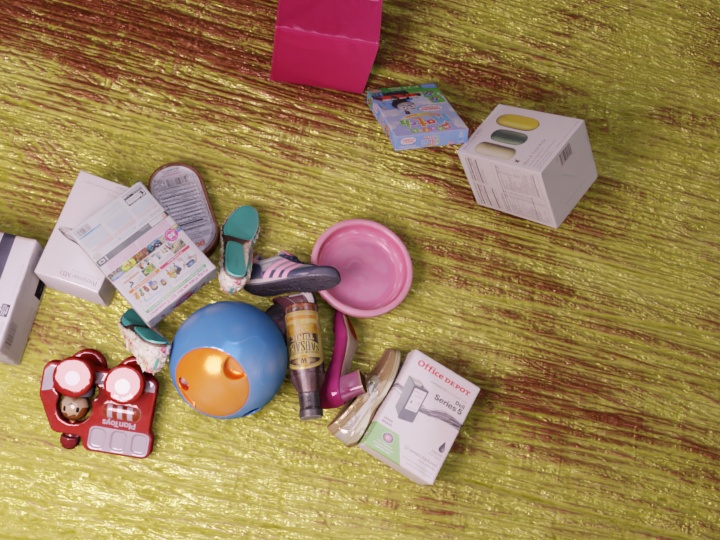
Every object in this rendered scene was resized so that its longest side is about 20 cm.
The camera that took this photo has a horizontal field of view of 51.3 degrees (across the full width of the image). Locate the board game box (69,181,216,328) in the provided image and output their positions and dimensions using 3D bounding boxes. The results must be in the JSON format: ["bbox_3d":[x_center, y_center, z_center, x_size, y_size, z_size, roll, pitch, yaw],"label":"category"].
[{"bbox_3d":[-0.363,-0.027,1.264,0.147,0.064,0.200,-40,85,-18],"label":"board game box"}]

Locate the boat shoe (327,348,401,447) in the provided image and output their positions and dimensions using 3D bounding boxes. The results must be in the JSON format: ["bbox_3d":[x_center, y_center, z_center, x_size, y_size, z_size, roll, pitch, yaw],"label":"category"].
[{"bbox_3d":[0.008,0.223,1.377,0.066,0.074,0.200,32,71,-6],"label":"boat shoe"}]

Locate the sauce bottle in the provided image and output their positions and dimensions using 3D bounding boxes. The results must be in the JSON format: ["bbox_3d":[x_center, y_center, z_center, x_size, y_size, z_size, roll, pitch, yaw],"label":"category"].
[{"bbox_3d":[-0.093,0.157,1.303,0.066,0.066,0.201,-5,69,-12],"label":"sauce bottle"}]

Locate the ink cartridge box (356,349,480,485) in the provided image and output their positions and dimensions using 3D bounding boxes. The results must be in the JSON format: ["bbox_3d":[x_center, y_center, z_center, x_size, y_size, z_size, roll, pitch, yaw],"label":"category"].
[{"bbox_3d":[0.106,0.268,1.377,0.145,0.084,0.200,31,71,-1],"label":"ink cartridge box"}]

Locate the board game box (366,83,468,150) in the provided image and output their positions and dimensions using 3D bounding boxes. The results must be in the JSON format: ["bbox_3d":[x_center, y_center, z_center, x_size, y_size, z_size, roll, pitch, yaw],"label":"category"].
[{"bbox_3d":[0.112,-0.314,1.516,0.151,0.037,0.200,-9,42,-13],"label":"board game box"}]

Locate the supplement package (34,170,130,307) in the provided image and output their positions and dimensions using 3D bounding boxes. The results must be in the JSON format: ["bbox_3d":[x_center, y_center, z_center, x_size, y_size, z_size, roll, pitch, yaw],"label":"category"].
[{"bbox_3d":[-0.476,-0.054,1.341,0.116,0.117,0.201,19,72,-6],"label":"supplement package"}]

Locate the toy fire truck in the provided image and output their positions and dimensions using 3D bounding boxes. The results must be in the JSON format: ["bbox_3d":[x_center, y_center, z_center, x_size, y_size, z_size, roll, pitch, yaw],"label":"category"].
[{"bbox_3d":[-0.446,0.229,1.279,0.199,0.112,0.169,10,91,-7],"label":"toy fire truck"}]

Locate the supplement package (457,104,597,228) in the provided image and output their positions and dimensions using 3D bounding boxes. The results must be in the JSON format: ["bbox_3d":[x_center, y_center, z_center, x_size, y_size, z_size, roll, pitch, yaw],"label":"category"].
[{"bbox_3d":[0.328,-0.209,1.473,0.200,0.151,0.152,24,65,43],"label":"supplement package"}]

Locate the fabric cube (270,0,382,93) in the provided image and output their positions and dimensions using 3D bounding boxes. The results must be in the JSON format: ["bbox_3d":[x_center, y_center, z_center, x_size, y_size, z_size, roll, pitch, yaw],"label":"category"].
[{"bbox_3d":[-0.069,-0.500,1.507,0.198,0.196,0.201,7,74,-7],"label":"fabric cube"}]

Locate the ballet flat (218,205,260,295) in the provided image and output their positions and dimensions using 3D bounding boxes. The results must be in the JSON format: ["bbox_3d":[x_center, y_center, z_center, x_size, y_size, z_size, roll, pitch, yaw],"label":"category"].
[{"bbox_3d":[-0.232,-0.037,1.389,0.075,0.064,0.200,17,44,-12],"label":"ballet flat"}]

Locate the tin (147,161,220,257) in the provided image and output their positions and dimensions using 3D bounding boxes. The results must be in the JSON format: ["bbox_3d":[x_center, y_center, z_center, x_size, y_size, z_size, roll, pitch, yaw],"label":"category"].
[{"bbox_3d":[-0.338,-0.112,1.427,0.112,0.042,0.201,-19,79,-11],"label":"tin"}]

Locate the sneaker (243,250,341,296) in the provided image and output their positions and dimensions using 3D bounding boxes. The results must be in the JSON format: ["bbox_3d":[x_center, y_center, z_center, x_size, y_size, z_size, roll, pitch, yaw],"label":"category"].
[{"bbox_3d":[-0.125,-0.004,1.379,0.199,0.070,0.082,-4,62,24],"label":"sneaker"}]

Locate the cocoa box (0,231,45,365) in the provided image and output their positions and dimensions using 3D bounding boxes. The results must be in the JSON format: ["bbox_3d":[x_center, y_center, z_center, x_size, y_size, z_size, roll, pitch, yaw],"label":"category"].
[{"bbox_3d":[-0.630,0.043,1.275,0.131,0.133,0.201,13,72,-6],"label":"cocoa box"}]

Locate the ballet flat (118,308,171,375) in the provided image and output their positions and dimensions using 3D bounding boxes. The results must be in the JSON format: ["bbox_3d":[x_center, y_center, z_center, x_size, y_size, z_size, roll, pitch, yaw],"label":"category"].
[{"bbox_3d":[-0.378,0.122,1.288,0.075,0.200,0.064,9,100,-27],"label":"ballet flat"}]

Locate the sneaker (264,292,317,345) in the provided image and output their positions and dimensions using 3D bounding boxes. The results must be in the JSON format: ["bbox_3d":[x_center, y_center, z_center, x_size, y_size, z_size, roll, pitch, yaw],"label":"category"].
[{"bbox_3d":[-0.132,0.138,1.385,0.115,0.076,0.201,-5,70,-1],"label":"sneaker"}]

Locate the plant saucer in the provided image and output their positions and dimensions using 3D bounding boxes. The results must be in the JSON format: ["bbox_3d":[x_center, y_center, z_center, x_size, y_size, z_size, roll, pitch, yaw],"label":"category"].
[{"bbox_3d":[0.000,0.000,1.442,0.200,0.051,0.201,5,66,-11],"label":"plant saucer"}]

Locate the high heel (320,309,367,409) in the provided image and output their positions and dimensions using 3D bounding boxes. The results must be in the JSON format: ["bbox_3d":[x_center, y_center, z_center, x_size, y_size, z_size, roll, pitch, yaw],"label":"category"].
[{"bbox_3d":[-0.051,0.157,1.377,0.096,0.068,0.200,-22,44,10],"label":"high heel"}]

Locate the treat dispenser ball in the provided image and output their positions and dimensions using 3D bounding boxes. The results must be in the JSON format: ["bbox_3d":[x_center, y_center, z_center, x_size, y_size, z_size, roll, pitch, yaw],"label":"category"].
[{"bbox_3d":[-0.225,0.153,1.285,0.200,0.201,0.202,3,74,-10],"label":"treat dispenser ball"}]
